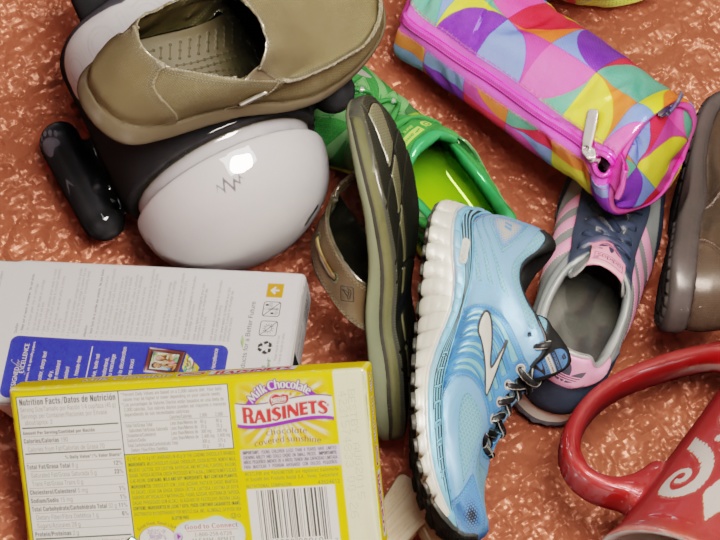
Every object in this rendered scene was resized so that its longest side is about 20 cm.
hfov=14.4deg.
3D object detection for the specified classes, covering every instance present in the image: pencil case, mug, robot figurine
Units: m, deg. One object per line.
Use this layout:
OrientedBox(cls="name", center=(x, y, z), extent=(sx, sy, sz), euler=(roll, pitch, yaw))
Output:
OrientedBox(cls="pencil case", center=(0.109, -0.113, 1.694), extent=(0.088, 0.088, 0.200), euler=(-38, 57, -24))
OrientedBox(cls="mug", center=(0.227, 0.106, 1.635), extent=(0.178, 0.133, 0.200), euler=(46, 60, -15))
OrientedBox(cls="robot figurine", center=(-0.097, -0.095, 1.650), extent=(0.125, 0.150, 0.200), euler=(-12, 69, -43))

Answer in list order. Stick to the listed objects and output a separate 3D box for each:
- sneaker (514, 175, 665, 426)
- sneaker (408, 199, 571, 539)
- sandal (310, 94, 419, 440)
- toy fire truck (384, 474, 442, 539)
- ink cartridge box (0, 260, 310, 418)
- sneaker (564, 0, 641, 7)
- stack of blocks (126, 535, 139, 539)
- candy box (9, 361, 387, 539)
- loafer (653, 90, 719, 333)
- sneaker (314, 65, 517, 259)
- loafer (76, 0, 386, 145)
OrientedBox(cls="sneaker", center=(0.146, -0.007, 1.693), extent=(0.070, 0.082, 0.200), euler=(19, 65, -4))
OrientedBox(cls="sneaker", center=(0.073, 0.056, 1.593), extent=(0.090, 0.078, 0.200), euler=(5, 72, 2))
OrientedBox(cls="sandal", center=(0.000, 0.001, 1.622), extent=(0.057, 0.080, 0.201), euler=(1, 104, 12))
OrientedBox(cls="toy fire truck", center=(0.000, 0.156, 1.608), extent=(0.141, 0.049, 0.200), euler=(-10, 70, -18))
OrientedBox(cls="ink cartridge box", center=(-0.132, 0.044, 1.606), extent=(0.200, 0.037, 0.095), euler=(4, 59, 8))
OrientedBox(cls="sneaker", center=(0.133, -0.192, 1.727), extent=(0.200, 0.078, 0.090), euler=(11, 25, -48))
OrientedBox(cls="stack of blocks", center=(-0.150, 0.241, 1.481), extent=(0.115, 0.059, 0.200), euler=(33, 67, -7))
OrientedBox(cls="candy box", center=(-0.089, 0.106, 1.554), extent=(0.200, 0.026, 0.102), euler=(-3, 97, 11))
OrientedBox(cls="loafer", center=(0.221, -0.028, 1.702), extent=(0.071, 0.073, 0.200), euler=(13, 45, 4))
OrientedBox(cls="sneaker", center=(0.023, -0.076, 1.691), extent=(0.200, 0.084, 0.074), euler=(42, 65, 6))
OrientedBox(cls="loafer", center=(-0.060, -0.125, 1.564), extent=(0.200, 0.067, 0.076), euler=(-27, 78, -33))
